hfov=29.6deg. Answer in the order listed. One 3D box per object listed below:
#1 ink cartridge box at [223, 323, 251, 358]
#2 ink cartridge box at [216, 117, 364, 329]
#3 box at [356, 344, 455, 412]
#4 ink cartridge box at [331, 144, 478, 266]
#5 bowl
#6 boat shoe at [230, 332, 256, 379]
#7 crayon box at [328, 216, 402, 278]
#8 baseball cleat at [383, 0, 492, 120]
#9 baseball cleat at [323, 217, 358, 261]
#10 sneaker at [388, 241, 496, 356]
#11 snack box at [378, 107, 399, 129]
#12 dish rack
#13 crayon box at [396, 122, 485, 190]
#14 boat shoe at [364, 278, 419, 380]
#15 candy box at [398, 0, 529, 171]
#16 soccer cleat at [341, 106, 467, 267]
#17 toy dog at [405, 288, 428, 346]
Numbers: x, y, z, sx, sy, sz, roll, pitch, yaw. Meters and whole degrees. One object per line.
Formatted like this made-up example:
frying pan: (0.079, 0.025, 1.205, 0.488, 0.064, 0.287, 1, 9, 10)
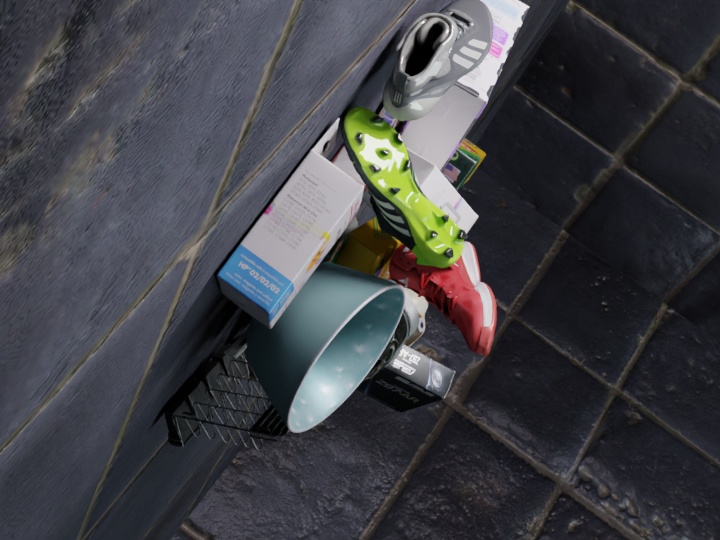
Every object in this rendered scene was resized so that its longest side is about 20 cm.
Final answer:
ink cartridge box: (-0.102, 0.009, 1.583, 0.200, 0.050, 0.162, -49, 177, -4)
ink cartridge box: (-0.058, -0.046, 1.375, 0.200, 0.068, 0.115, -54, 177, -10)
box: (0.010, 0.126, 1.888, 0.044, 0.200, 0.160, -66, -165, -20)
ink cartridge box: (0.060, -0.084, 1.589, 0.068, 0.116, 0.200, -54, 151, -3)
bowl: (-0.052, 0.070, 1.510, 0.201, 0.105, 0.201, -47, 162, -21)
boat shoe: (-0.086, 0.117, 1.744, 0.074, 0.067, 0.200, -30, -157, -33)
crayon box: (0.000, 0.000, 1.730, 0.127, 0.051, 0.200, -59, 169, 26)
baseball cleat: (0.092, -0.238, 1.404, 0.200, 0.070, 0.107, -58, 170, -36)
baseball cleat: (-0.070, -0.003, 1.795, 0.106, 0.070, 0.200, -37, 159, -43)
sneaker: (0.092, 0.033, 1.652, 0.200, 0.115, 0.079, -105, -159, -59)
snack box: (0.045, -0.198, 1.631, 0.200, 0.024, 0.072, -57, 178, 42)
dish rack: (-0.126, 0.155, 1.632, 0.153, 0.200, 0.055, -50, 134, -40)
crayon box: (0.105, -0.174, 1.875, 0.051, 0.127, 0.200, -54, 178, 12)
boat shoe: (0.023, 0.082, 1.708, 0.064, 0.071, 0.200, -43, 163, -27)
candy box: (0.119, -0.230, 1.673, 0.168, 0.071, 0.200, -57, -174, 49)
soccer cleat: (0.032, -0.081, 1.427, 0.068, 0.200, 0.081, -46, -160, -30)
toy dog: (0.005, 0.033, 1.921, 0.194, 0.200, 0.140, -54, 176, 1)
